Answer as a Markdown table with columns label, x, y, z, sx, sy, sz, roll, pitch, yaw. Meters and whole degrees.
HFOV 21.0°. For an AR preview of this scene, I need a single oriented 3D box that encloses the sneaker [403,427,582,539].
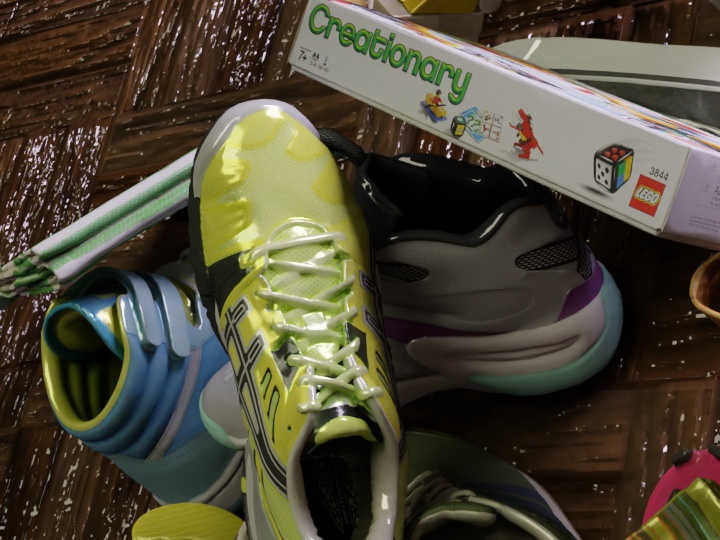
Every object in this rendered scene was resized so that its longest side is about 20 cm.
| label | x | y | z | sx | sy | sz | roll | pitch | yaw |
| --- | --- | --- | --- | --- | --- | --- | --- | --- | --- |
| sneaker | 0.045 | 0.109 | 0.785 | 0.067 | 0.090 | 0.200 | -50 | 42 | 0 |

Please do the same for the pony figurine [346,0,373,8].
| label | x | y | z | sx | sy | sz | roll | pitch | yaw |
| --- | --- | --- | --- | --- | --- | --- | --- | --- | --- |
| pony figurine | 0.035 | -0.214 | 0.981 | 0.200 | 0.167 | 0.193 | -30 | 56 | 2 |

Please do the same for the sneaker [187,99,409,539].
| label | x | y | z | sx | sy | sz | roll | pitch | yaw |
| --- | --- | --- | --- | --- | --- | --- | --- | --- | --- |
| sneaker | -0.014 | 0.032 | 0.741 | 0.076 | 0.075 | 0.200 | 175 | 81 | -71 |

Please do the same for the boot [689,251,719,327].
| label | x | y | z | sx | sy | sz | roll | pitch | yaw |
| --- | --- | --- | --- | --- | --- | --- | --- | --- | --- |
| boot | 0.218 | 0.036 | 0.638 | 0.201 | 0.144 | 0.071 | 1 | 66 | 42 |

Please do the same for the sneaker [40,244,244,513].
| label | x | y | z | sx | sy | sz | roll | pitch | yaw |
| --- | --- | --- | --- | --- | --- | --- | --- | --- | --- |
| sneaker | -0.082 | 0.009 | 0.939 | 0.080 | 0.131 | 0.200 | -6 | 59 | 41 |

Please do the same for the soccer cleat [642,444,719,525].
| label | x | y | z | sx | sy | sz | roll | pitch | yaw |
| --- | --- | --- | --- | --- | --- | --- | --- | --- | --- |
| soccer cleat | 0.175 | 0.107 | 0.695 | 0.200 | 0.086 | 0.070 | -5 | 61 | 68 |

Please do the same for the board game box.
| label | x | y | z | sx | sy | sz | roll | pitch | yaw |
| --- | --- | --- | --- | --- | --- | --- | --- | --- | --- |
| board game box | 0.082 | -0.053 | 0.748 | 0.200 | 0.126 | 0.035 | 29 | 103 | 42 |

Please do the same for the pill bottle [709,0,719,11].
| label | x | y | z | sx | sy | sz | roll | pitch | yaw |
| --- | --- | --- | --- | --- | --- | --- | --- | --- | --- |
| pill bottle | 0.148 | -0.184 | 0.798 | 0.112 | 0.200 | 0.112 | -27 | 47 | 32 |

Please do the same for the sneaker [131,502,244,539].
| label | x | y | z | sx | sy | sz | roll | pitch | yaw |
| --- | --- | --- | --- | --- | --- | --- | --- | --- | --- |
| sneaker | -0.049 | 0.197 | 0.831 | 0.200 | 0.074 | 0.082 | 61 | 137 | 36 |

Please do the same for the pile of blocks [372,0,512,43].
| label | x | y | z | sx | sy | sz | roll | pitch | yaw |
| --- | --- | --- | --- | --- | --- | --- | --- | --- | --- |
| pile of blocks | 0.075 | -0.175 | 0.882 | 0.200 | 0.082 | 0.062 | -36 | 39 | 0 |

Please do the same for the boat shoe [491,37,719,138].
| label | x | y | z | sx | sy | sz | roll | pitch | yaw |
| --- | --- | --- | --- | --- | --- | --- | --- | --- | --- |
| boat shoe | 0.116 | -0.060 | 0.847 | 0.200 | 0.071 | 0.064 | 6 | 72 | 47 |

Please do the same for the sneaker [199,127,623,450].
| label | x | y | z | sx | sy | sz | roll | pitch | yaw |
| --- | --- | --- | --- | --- | --- | --- | --- | --- | --- |
| sneaker | 0.000 | 0.000 | 0.836 | 0.200 | 0.140 | 0.078 | -18 | 35 | 16 |

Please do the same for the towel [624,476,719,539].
| label | x | y | z | sx | sy | sz | roll | pitch | yaw |
| --- | --- | --- | --- | --- | --- | --- | --- | --- | --- |
| towel | 0.066 | 0.163 | 0.674 | 0.200 | 0.018 | 0.086 | -42 | 55 | 17 |

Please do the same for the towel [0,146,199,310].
| label | x | y | z | sx | sy | sz | roll | pitch | yaw |
| --- | --- | --- | --- | --- | --- | --- | --- | --- | --- |
| towel | -0.115 | -0.027 | 0.967 | 0.153 | 0.023 | 0.200 | -34 | 6 | -20 |

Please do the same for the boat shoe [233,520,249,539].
| label | x | y | z | sx | sy | sz | roll | pitch | yaw |
| --- | --- | --- | --- | --- | --- | --- | --- | --- | --- |
| boat shoe | 0.013 | 0.180 | 0.781 | 0.067 | 0.057 | 0.200 | -27 | 66 | -21 |
